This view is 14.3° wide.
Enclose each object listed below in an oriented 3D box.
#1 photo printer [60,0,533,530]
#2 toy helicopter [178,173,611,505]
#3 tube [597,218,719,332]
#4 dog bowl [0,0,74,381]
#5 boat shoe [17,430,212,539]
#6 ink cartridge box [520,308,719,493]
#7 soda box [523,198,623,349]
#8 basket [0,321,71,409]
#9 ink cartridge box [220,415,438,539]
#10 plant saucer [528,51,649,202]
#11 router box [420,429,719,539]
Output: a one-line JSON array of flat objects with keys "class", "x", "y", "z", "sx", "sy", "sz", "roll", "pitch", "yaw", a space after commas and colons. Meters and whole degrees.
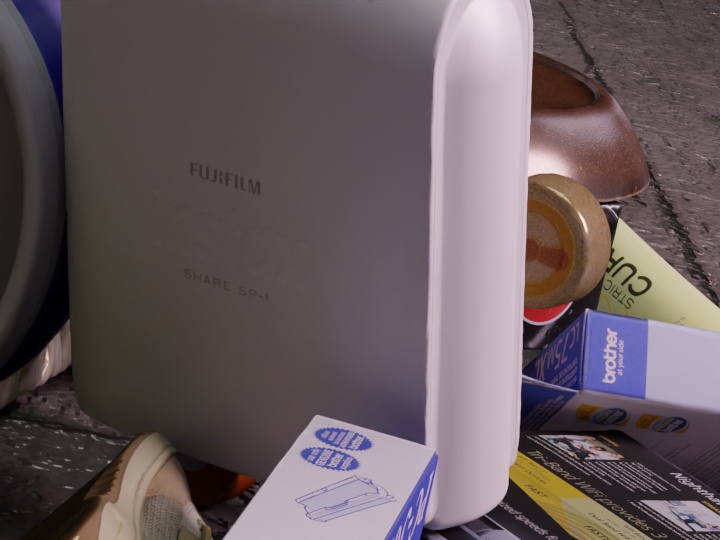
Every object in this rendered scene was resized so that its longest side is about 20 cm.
[{"class": "photo printer", "x": -0.022, "y": -0.031, "z": 0.937, "sx": 0.166, "sy": 0.201, "sz": 0.069, "roll": 17, "pitch": 27, "yaw": 32}, {"class": "toy helicopter", "x": 0.000, "y": 0.000, "z": 1.037, "sx": 0.199, "sy": 0.133, "sz": 0.079, "roll": -18, "pitch": -3, "yaw": 33}, {"class": "tube", "x": 0.126, "y": 0.024, "z": 1.302, "sx": 0.058, "sy": 0.052, "sz": 0.200, "roll": -30, "pitch": 35, "yaw": -11}, {"class": "dog bowl", "x": -0.189, "y": -0.039, "z": 1.008, "sx": 0.199, "sy": 0.201, "sz": 0.079, "roll": 17, "pitch": 14, "yaw": 13}, {"class": "boat shoe", "x": -0.074, "y": 0.100, "z": 0.882, "sx": 0.065, "sy": 0.072, "sz": 0.200, "roll": 49, "pitch": 3, "yaw": -4}, {"class": "ink cartridge box", "x": 0.132, "y": 0.059, "z": 1.122, "sx": 0.199, "sy": 0.042, "sz": 0.119, "roll": 8, "pitch": -20, "yaw": -12}, {"class": "soda box", "x": 0.016, "y": -0.031, "z": 1.178, "sx": 0.070, "sy": 0.064, "sz": 0.200, "roll": 1, "pitch": 20, "yaw": -37}, {"class": "basket", "x": -0.159, "y": -0.057, "z": 1.115, "sx": 0.135, "sy": 0.201, "sz": 0.123, "roll": 15, "pitch": 22, "yaw": 11}, {"class": "ink cartridge box", "x": -0.024, "y": 0.115, "z": 0.796, "sx": 0.044, "sy": 0.095, "sz": 0.200, "roll": 15, "pitch": 15, "yaw": 7}, {"class": "plant saucer", "x": 0.023, "y": -0.073, "z": 1.159, "sx": 0.199, "sy": 0.032, "sz": 0.200, "roll": 12, "pitch": 15, "yaw": -3}, {"class": "router box", "x": 0.081, "y": 0.113, "z": 0.967, "sx": 0.157, "sy": 0.053, "sz": 0.200, "roll": 3, "pitch": 18, "yaw": -35}]
